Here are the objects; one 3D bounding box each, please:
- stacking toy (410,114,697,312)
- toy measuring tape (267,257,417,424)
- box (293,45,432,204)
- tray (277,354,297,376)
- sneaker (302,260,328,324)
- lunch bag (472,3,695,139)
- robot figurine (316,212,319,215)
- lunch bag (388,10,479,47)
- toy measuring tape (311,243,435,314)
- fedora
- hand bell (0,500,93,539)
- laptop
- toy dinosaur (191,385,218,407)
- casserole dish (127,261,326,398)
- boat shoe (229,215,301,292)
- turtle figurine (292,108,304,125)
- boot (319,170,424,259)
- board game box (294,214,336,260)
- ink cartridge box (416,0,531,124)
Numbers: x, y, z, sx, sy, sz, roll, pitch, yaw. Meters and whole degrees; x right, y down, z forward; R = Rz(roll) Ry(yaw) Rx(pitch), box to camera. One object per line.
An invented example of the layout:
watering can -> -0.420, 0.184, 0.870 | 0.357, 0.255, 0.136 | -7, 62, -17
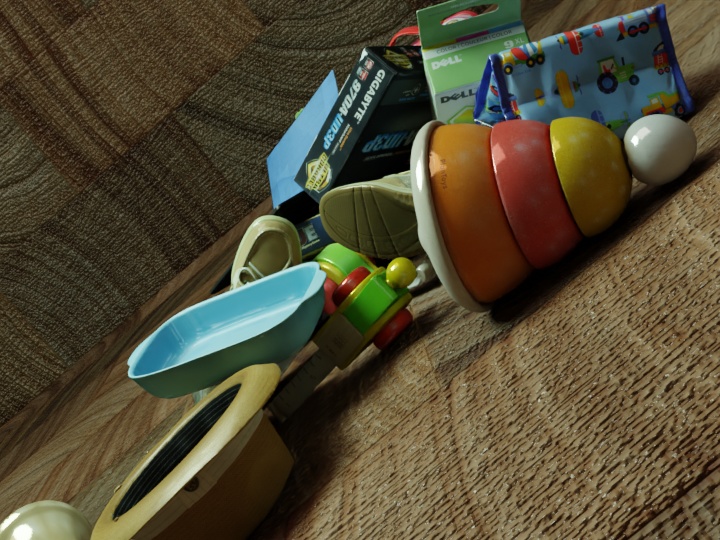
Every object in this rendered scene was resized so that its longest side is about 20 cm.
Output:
stacking toy -> 0.146, -0.061, 0.846 | 0.197, 0.148, 0.146 | -15, 20, 22
toy measuring tape -> -0.010, 0.057, 1.019 | 0.201, 0.073, 0.074 | -51, 3, 31
box -> 0.033, -0.155, 1.213 | 0.199, 0.046, 0.160 | -18, -36, -57
tray -> -0.127, 0.144, 1.070 | 0.200, 0.022, 0.108 | -48, 3, 35
sneaker -> -0.087, 0.067, 1.276 | 0.199, 0.080, 0.084 | -36, 36, 19
lunch bag -> 0.182, -0.148, 1.022 | 0.148, 0.096, 0.200 | -17, 1, -1
robot figurine -> -0.006, -0.086, 1.436 | 0.200, 0.116, 0.175 | -43, 4, -12
lunch bag -> 0.096, -0.224, 1.470 | 0.199, 0.177, 0.082 | -32, 13, 35
toy measuring tape -> 0.000, 0.000, 1.140 | 0.074, 0.074, 0.199 | -46, 11, -31
fedora -> -0.116, 0.163, 0.889 | 0.200, 0.082, 0.201 | -42, 11, 10
hand bell -> -0.231, 0.258, 0.962 | 0.104, 0.105, 0.199 | -45, 22, -25
laptop -> -0.099, -0.100, 1.331 | 0.199, 0.116, 0.187 | -34, -8, -42
toy dinosaur -> -0.131, 0.091, 1.080 | 0.088, 0.048, 0.201 | -34, 23, 9
casserole dish -> -0.108, 0.055, 0.996 | 0.198, 0.039, 0.122 | -21, 21, 23
boat shoe -> -0.100, 0.048, 1.157 | 0.063, 0.072, 0.204 | -119, 45, -70
turtle figurine -> -0.034, -0.169, 1.573 | 0.144, 0.202, 0.193 | -43, -24, 31
boot -> 0.074, -0.077, 1.100 | 0.197, 0.073, 0.155 | -3, 25, 28
board game box -> 0.003, -0.057, 1.270 | 0.197, 0.035, 0.135 | -22, -2, 13
ink cartridge box -> 0.118, -0.177, 1.131 | 0.102, 0.060, 0.201 | -14, -30, 1
